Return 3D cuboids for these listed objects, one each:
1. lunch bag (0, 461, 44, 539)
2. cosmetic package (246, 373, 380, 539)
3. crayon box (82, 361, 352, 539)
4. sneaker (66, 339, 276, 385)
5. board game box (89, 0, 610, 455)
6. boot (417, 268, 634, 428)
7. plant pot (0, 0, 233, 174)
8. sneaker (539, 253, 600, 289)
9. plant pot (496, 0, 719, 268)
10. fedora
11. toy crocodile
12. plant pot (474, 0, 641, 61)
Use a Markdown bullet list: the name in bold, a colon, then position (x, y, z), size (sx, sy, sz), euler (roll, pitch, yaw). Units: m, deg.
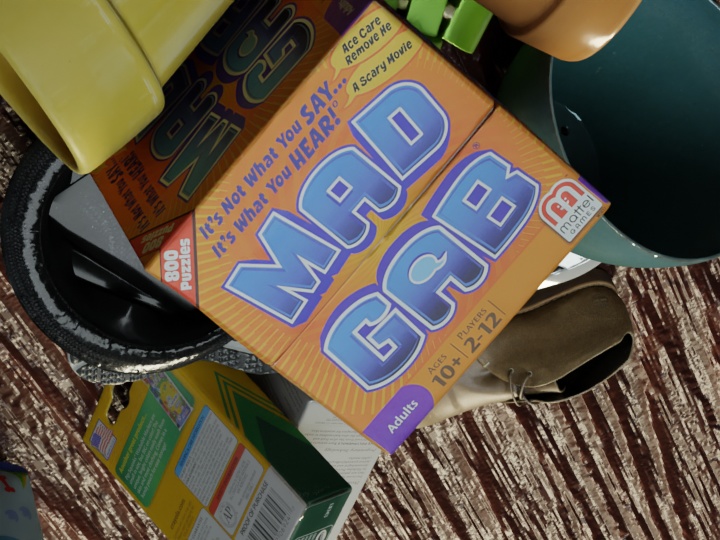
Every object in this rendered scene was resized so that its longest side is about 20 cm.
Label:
- **lunch bag**: position (-0.320, 0.217, 1.787), size (0.200, 0.170, 0.128), euler (8, 128, -29)
- **cosmetic package**: position (-0.054, 0.132, 1.876), size (0.085, 0.108, 0.200), euler (2, 132, -29)
- **crayon box**: position (-0.104, 0.138, 1.813), size (0.052, 0.200, 0.126), euler (-17, 142, -44)
- **sneaker**: position (-0.112, 0.026, 1.769), size (0.200, 0.080, 0.074), euler (-2, 122, -21)
- **board game box**: position (-0.013, -0.053, 1.533), size (0.200, 0.200, 0.200), euler (39, 96, -26)
- **boot**: position (0.112, 0.074, 1.923), size (0.200, 0.076, 0.074), euler (-28, 139, 4)
- **plant pot**: position (-0.150, -0.189, 1.469), size (0.189, 0.201, 0.201), euler (-39, 138, -7)
- **sneaker**: position (0.103, -0.036, 1.810), size (0.200, 0.073, 0.112), euler (-31, 138, 7)
- **plant pot**: position (0.165, -0.088, 1.728), size (0.200, 0.200, 0.135), euler (11, 161, -33)
- **fedora**: position (-0.150, -0.033, 1.667), size (0.200, 0.092, 0.201), euler (-8, 113, -19)
- **toy crocodile**: position (0.000, -0.179, 1.639), size (0.200, 0.062, 0.068), euler (7, 110, -27)
- **plant pot**: position (0.099, -0.242, 1.537), size (0.140, 0.200, 0.200), euler (18, 123, -18)
